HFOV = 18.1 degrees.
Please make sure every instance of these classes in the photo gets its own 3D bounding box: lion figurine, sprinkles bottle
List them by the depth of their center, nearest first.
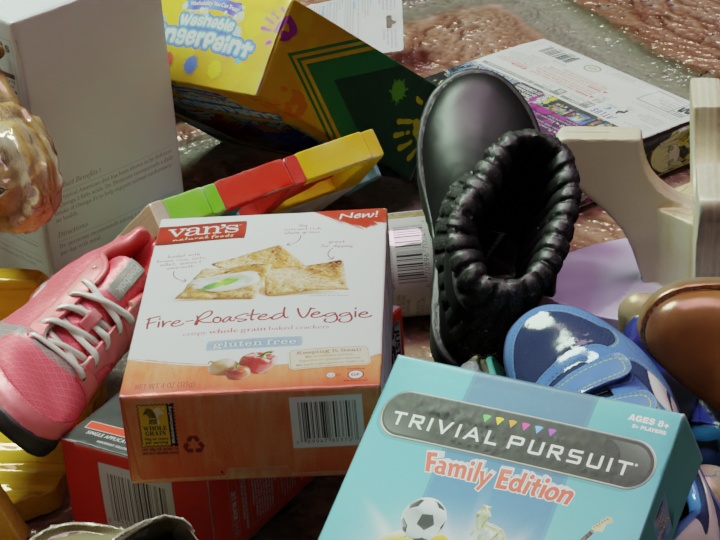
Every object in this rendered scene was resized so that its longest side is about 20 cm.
[{"bbox_3d":[-0.242,-0.058,1.391,0.072,0.123,0.200,-17,-10,-28],"label":"lion figurine"},{"bbox_3d":[0.000,0.000,1.397,0.199,0.069,0.068,-6,28,-3],"label":"sprinkles bottle"}]

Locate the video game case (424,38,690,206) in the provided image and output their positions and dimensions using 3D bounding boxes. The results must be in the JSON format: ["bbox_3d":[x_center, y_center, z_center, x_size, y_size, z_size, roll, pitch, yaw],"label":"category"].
[{"bbox_3d":[0.123,-0.102,1.605,0.181,0.036,0.200,-21,32,-29],"label":"video game case"}]

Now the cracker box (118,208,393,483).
[{"bbox_3d":[-0.051,0.036,1.216,0.133,0.058,0.200,-3,27,3],"label":"cracker box"}]

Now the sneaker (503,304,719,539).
[{"bbox_3d":[0.127,0.085,1.126,0.074,0.082,0.200,-37,53,7],"label":"sneaker"}]

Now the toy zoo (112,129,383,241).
[{"bbox_3d":[-0.070,-0.041,1.450,0.199,0.021,0.131,-21,-8,-30],"label":"toy zoo"}]

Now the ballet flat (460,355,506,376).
[{"bbox_3d":[0.072,0.118,1.181,0.072,0.072,0.200,-9,28,-8],"label":"ballet flat"}]

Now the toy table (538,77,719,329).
[{"bbox_3d":[0.207,-0.030,1.367,0.199,0.118,0.184,-5,26,-3],"label":"toy table"}]

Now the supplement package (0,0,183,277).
[{"bbox_3d":[-0.200,-0.101,1.476,0.117,0.201,0.117,-25,34,-35],"label":"supplement package"}]

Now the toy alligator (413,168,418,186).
[{"bbox_3d":[0.071,-0.058,1.477,0.054,0.060,0.200,-19,10,-28],"label":"toy alligator"}]

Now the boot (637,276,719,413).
[{"bbox_3d":[0.221,0.094,1.118,0.200,0.077,0.155,36,30,-7],"label":"boot"}]

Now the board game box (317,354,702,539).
[{"bbox_3d":[0.052,0.146,1.034,0.150,0.047,0.201,10,62,27],"label":"board game box"}]

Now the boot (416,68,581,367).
[{"bbox_3d":[0.078,-0.051,1.297,0.079,0.158,0.212,-2,65,-3],"label":"boot"}]

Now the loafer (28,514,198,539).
[{"bbox_3d":[-0.107,0.152,1.105,0.075,0.069,0.200,-24,23,-33],"label":"loafer"}]

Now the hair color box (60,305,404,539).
[{"bbox_3d":[-0.066,0.080,1.263,0.101,0.062,0.200,11,31,29],"label":"hair color box"}]

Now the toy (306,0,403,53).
[{"bbox_3d":[-0.063,-0.162,1.738,0.199,0.047,0.115,-7,31,4],"label":"toy"}]

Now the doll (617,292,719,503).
[{"bbox_3d":[0.176,0.083,1.230,0.136,0.049,0.200,6,30,-3],"label":"doll"}]

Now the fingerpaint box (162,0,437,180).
[{"bbox_3d":[-0.075,-0.133,1.547,0.199,0.074,0.167,14,-8,42],"label":"fingerpaint box"}]

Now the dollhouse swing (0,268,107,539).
[{"bbox_3d":[-0.254,0.027,1.272,0.181,0.177,0.200,-1,27,8],"label":"dollhouse swing"}]

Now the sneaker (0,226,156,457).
[{"bbox_3d":[-0.160,0.028,1.260,0.087,0.074,0.200,-44,10,23],"label":"sneaker"}]
